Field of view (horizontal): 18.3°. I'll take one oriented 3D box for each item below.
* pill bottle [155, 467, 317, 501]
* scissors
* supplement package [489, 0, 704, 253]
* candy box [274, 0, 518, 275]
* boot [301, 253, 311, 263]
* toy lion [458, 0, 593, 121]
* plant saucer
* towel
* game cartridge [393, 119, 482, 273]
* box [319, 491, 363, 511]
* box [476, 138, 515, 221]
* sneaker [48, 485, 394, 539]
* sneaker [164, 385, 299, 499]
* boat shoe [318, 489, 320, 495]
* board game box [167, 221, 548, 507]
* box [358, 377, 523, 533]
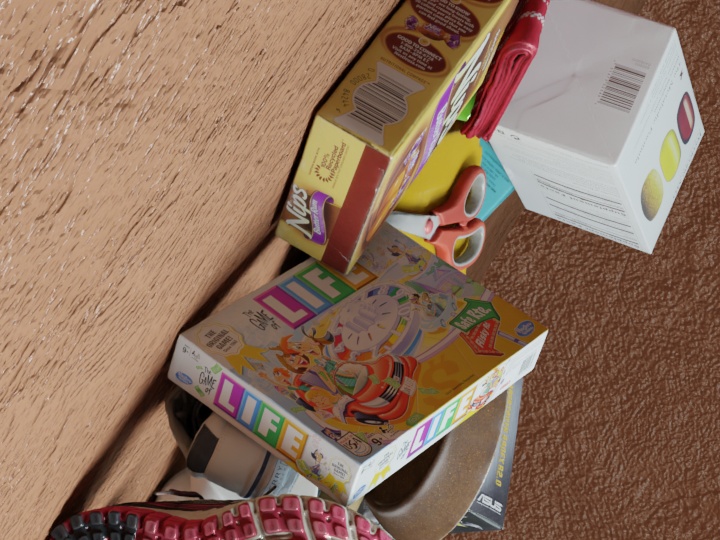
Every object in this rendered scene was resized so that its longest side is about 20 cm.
[{"bbox_3d":[-0.102,0.204,1.549,0.113,0.113,0.200,-51,171,-51],"label":"pill bottle"},{"bbox_3d":[0.047,-0.023,1.497,0.200,0.014,0.073,-28,128,-64],"label":"scissors"},{"bbox_3d":[0.173,-0.107,1.634,0.114,0.109,0.200,-65,160,-10],"label":"supplement package"},{"bbox_3d":[0.028,-0.106,1.358,0.200,0.056,0.117,-57,173,-38],"label":"candy box"},{"bbox_3d":[0.000,0.000,1.564,0.074,0.075,0.200,-59,173,17],"label":"boot"},{"bbox_3d":[0.099,-0.147,1.753,0.192,0.069,0.200,-53,176,13],"label":"toy lion"},{"bbox_3d":[0.046,0.106,1.674,0.200,0.034,0.201,-46,-145,47],"label":"plant saucer"},{"bbox_3d":[0.113,-0.197,1.497,0.145,0.022,0.200,117,-10,-66],"label":"towel"},{"bbox_3d":[0.026,-0.008,1.516,0.200,0.032,0.177,-20,120,-66],"label":"game cartridge"},{"bbox_3d":[-0.002,0.079,1.724,0.200,0.021,0.164,-65,-154,20],"label":"box"},{"bbox_3d":[0.064,-0.038,1.788,0.200,0.049,0.082,-48,177,31],"label":"box"},{"bbox_3d":[-0.072,0.155,1.247,0.075,0.199,0.081,-28,122,-80],"label":"sneaker"},{"bbox_3d":[-0.079,0.077,1.345,0.073,0.071,0.200,-63,-165,8],"label":"sneaker"},{"bbox_3d":[-0.057,0.135,1.679,0.066,0.074,0.199,-60,-177,1],"label":"boat shoe"},{"bbox_3d":[0.002,0.049,1.313,0.200,0.134,0.034,-32,148,-48],"label":"board game box"},{"bbox_3d":[0.031,0.132,1.786,0.048,0.200,0.159,34,56,-43],"label":"box"}]
